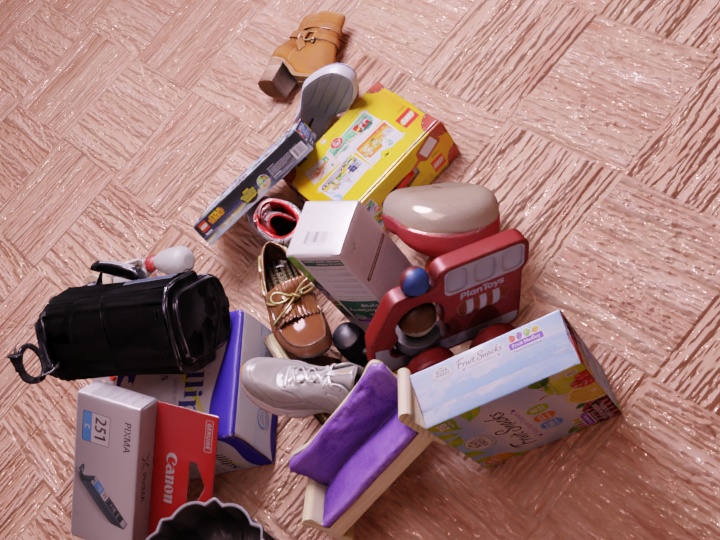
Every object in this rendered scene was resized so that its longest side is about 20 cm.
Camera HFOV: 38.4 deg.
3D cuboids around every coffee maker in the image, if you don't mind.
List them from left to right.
[{"bbox_3d":[-0.285,0.081,1.276,0.199,0.135,0.192,-7,35,27],"label":"coffee maker"}]

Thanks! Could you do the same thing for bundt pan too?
[{"bbox_3d":[-0.169,0.372,1.202,0.201,0.076,0.203,-11,63,22],"label":"bundt pan"}]

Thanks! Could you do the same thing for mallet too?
[{"bbox_3d":[0.054,0.127,1.271,0.200,0.066,0.041,29,78,25],"label":"mallet"}]

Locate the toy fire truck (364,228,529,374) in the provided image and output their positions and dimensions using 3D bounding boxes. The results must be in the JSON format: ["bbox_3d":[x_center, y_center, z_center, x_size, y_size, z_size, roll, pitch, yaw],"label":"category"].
[{"bbox_3d":[0.097,0.042,1.187,0.199,0.168,0.112,-19,47,-13],"label":"toy fire truck"}]

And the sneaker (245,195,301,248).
[{"bbox_3d":[-0.120,-0.075,1.455,0.067,0.108,0.201,-46,48,-3],"label":"sneaker"}]

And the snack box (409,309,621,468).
[{"bbox_3d":[0.166,0.131,1.081,0.168,0.200,0.068,-25,59,14],"label":"snack box"}]

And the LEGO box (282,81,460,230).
[{"bbox_3d":[0.013,-0.146,1.441,0.200,0.077,0.149,-46,48,-3],"label":"LEGO box"}]

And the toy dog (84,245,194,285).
[{"bbox_3d":[-0.316,0.030,1.509,0.131,0.097,0.200,-20,5,-30],"label":"toy dog"}]

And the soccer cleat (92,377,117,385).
[{"bbox_3d":[-0.312,0.110,1.483,0.200,0.077,0.069,-44,59,25],"label":"soccer cleat"}]

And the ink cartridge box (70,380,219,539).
[{"bbox_3d":[-0.266,0.252,1.264,0.175,0.045,0.201,13,107,18],"label":"ink cartridge box"}]

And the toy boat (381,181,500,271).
[{"bbox_3d":[0.102,-0.038,1.284,0.130,0.131,0.200,-8,8,-6],"label":"toy boat"}]

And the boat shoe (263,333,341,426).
[{"bbox_3d":[-0.050,0.136,1.297,0.067,0.072,0.200,-36,52,-4],"label":"boat shoe"}]

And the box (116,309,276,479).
[{"bbox_3d":[-0.216,0.168,1.356,0.199,0.105,0.185,-15,54,22],"label":"box"}]

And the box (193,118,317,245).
[{"bbox_3d":[-0.148,-0.129,1.474,0.200,0.040,0.137,-42,11,9],"label":"box"}]

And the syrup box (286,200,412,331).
[{"bbox_3d":[0.000,0.000,1.271,0.078,0.200,0.082,1,60,32],"label":"syrup box"}]

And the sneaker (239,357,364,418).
[{"bbox_3d":[-0.041,0.131,1.202,0.199,0.092,0.076,15,53,-1],"label":"sneaker"}]

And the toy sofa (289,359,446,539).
[{"bbox_3d":[0.003,0.202,1.145,0.200,0.097,0.083,-51,18,26],"label":"toy sofa"}]

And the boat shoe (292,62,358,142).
[{"bbox_3d":[-0.052,-0.259,1.501,0.200,0.073,0.067,-37,29,61],"label":"boat shoe"}]

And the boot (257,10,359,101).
[{"bbox_3d":[-0.057,-0.338,1.617,0.199,0.074,0.155,16,65,35],"label":"boot"}]

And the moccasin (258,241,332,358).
[{"bbox_3d":[-0.086,0.034,1.314,0.073,0.078,0.202,-15,41,-5],"label":"moccasin"}]
